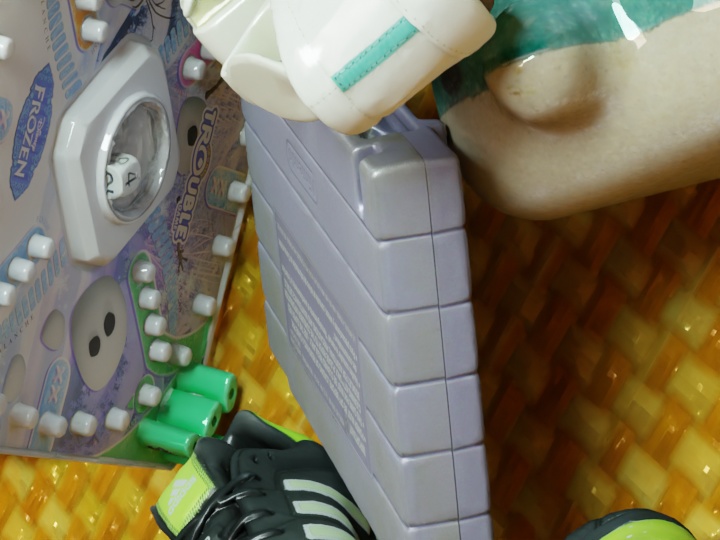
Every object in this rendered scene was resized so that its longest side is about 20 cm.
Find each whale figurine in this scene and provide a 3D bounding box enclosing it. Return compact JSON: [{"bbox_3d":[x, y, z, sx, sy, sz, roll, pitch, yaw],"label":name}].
[{"bbox_3d":[0.096,-0.083,0.767,0.200,0.158,0.104,-28,77,61],"label":"whale figurine"}]

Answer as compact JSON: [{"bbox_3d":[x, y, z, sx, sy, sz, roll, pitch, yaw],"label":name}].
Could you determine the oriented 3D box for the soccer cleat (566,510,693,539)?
[{"bbox_3d":[0.029,0.142,0.846,0.201,0.067,0.081,-58,30,18],"label":"soccer cleat"}]

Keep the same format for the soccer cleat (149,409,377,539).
[{"bbox_3d":[-0.027,0.092,0.839,0.068,0.081,0.200,-51,5,10],"label":"soccer cleat"}]

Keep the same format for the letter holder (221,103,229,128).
[{"bbox_3d":[-0.166,-0.022,0.976,0.100,0.199,0.143,21,95,47],"label":"letter holder"}]

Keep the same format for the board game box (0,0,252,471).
[{"bbox_3d":[-0.072,-0.036,0.922,0.026,0.200,0.201,13,89,24],"label":"board game box"}]

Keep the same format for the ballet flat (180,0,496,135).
[{"bbox_3d":[-0.018,-0.078,0.781,0.200,0.069,0.070,-135,65,-71],"label":"ballet flat"}]

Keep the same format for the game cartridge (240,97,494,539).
[{"bbox_3d":[0.000,0.000,0.862,0.200,0.038,0.130,-125,23,-67],"label":"game cartridge"}]
